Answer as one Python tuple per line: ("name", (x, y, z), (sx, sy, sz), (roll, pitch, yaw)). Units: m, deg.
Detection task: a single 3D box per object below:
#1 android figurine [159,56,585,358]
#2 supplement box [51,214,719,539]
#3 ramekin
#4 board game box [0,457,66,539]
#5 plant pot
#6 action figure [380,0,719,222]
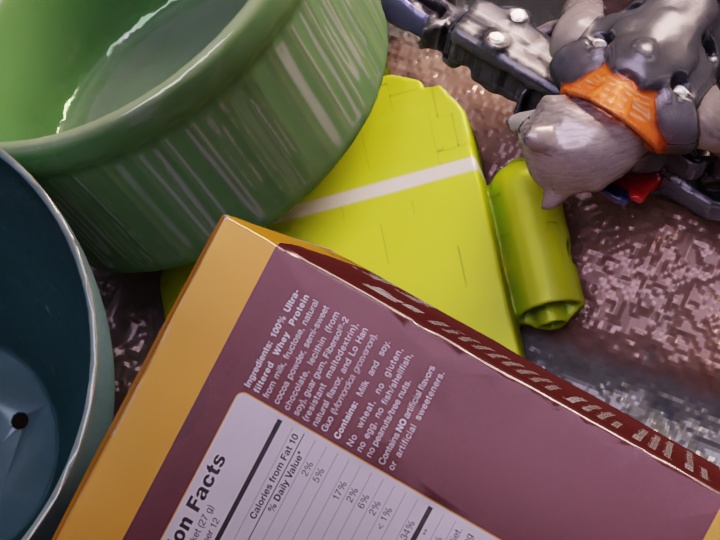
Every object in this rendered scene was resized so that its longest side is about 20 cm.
("android figurine", (0.000, 0.000, 0.860), (0.180, 0.041, 0.202), (-16, 68, 8))
("supplement box", (0.026, 0.091, 0.707), (0.199, 0.197, 0.134), (29, 92, 9))
("ramekin", (-0.085, -0.096, 0.849), (0.199, 0.098, 0.201), (-18, 45, 19))
("board game box", (-0.150, 0.205, 0.816), (0.199, 0.056, 0.197), (-28, 67, 3))
("plant pot", (-0.178, 0.055, 0.769), (0.198, 0.135, 0.202), (-3, 73, 9))
("action figure", (0.107, -0.113, 0.838), (0.199, 0.105, 0.194), (25, 63, 11))
